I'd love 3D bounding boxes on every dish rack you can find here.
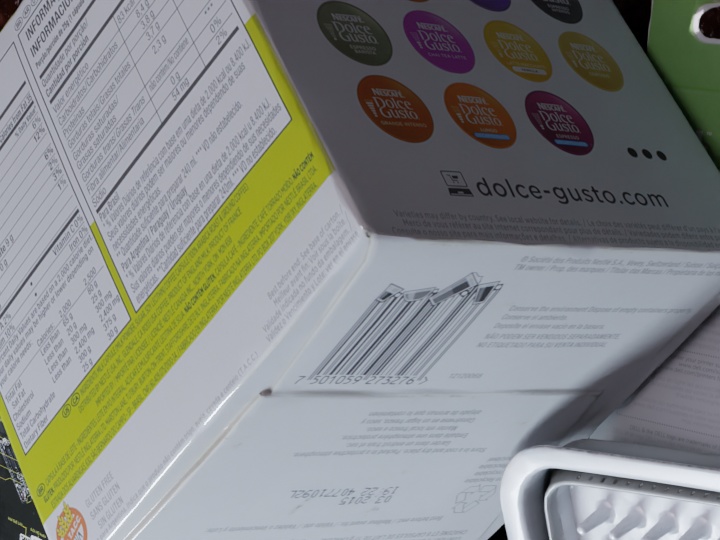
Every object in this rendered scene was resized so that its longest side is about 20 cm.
[{"bbox_3d":[0.143,0.152,0.965,0.171,0.043,0.201,6,119,41],"label":"dish rack"}]

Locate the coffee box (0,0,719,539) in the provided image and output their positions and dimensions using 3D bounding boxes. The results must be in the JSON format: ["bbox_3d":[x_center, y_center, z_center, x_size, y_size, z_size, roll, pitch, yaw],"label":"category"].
[{"bbox_3d":[-0.016,-0.022,0.974,0.200,0.199,0.198,-50,53,34],"label":"coffee box"}]

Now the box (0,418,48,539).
[{"bbox_3d":[-0.149,0.089,1.223,0.199,0.049,0.161,18,106,45],"label":"box"}]

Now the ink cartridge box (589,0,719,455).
[{"bbox_3d":[0.155,-0.013,0.987,0.103,0.059,0.201,11,95,39],"label":"ink cartridge box"}]
